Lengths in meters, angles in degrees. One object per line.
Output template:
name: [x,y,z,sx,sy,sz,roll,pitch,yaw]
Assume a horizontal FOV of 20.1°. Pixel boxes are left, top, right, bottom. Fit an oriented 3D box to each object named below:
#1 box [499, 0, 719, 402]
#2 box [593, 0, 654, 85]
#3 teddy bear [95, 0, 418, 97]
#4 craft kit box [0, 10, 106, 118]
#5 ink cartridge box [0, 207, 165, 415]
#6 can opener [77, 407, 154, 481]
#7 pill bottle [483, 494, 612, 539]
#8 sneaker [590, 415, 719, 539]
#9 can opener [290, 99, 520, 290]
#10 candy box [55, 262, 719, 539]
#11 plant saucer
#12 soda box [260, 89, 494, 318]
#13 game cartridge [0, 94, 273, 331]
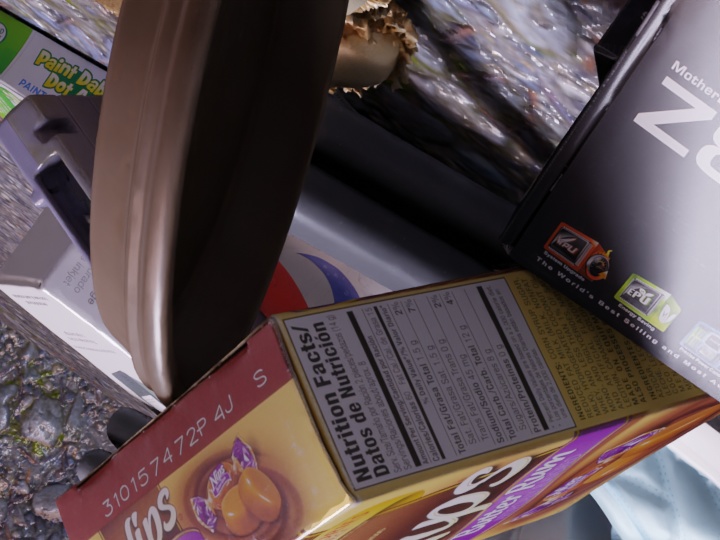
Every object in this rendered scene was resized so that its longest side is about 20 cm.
box: [0.150,-0.003,0.511,0.199,0.049,0.161,36,144,3]
box: [0.150,-0.006,0.653,0.142,0.036,0.200,31,168,21]
teddy bear: [-0.066,-0.126,0.765,0.199,0.067,0.145,18,169,38]
craft kit box: [-0.133,-0.059,1.239,0.197,0.049,0.200,28,166,26]
ink cartridge box: [-0.061,0.010,1.040,0.200,0.146,0.084,40,164,-22]
can opener: [-0.053,0.132,1.015,0.199,0.054,0.067,22,159,35]
pill bottle: [0.040,0.158,0.813,0.120,0.120,0.199,41,131,-22]
sneaker: [0.134,0.083,0.719,0.200,0.074,0.082,42,132,13]
can opener: [0.055,-0.004,0.775,0.199,0.054,0.067,29,163,-30]
candy box: [0.023,0.048,0.602,0.117,0.199,0.057,-39,69,42]
plant saucer: [-0.035,-0.060,0.573,0.029,0.202,0.200,13,165,7]
soda box: [0.000,0.000,0.852,0.200,0.063,0.068,49,-146,4]
game cartridge: [-0.059,0.009,0.866,0.201,0.038,0.129,54,-159,15]
